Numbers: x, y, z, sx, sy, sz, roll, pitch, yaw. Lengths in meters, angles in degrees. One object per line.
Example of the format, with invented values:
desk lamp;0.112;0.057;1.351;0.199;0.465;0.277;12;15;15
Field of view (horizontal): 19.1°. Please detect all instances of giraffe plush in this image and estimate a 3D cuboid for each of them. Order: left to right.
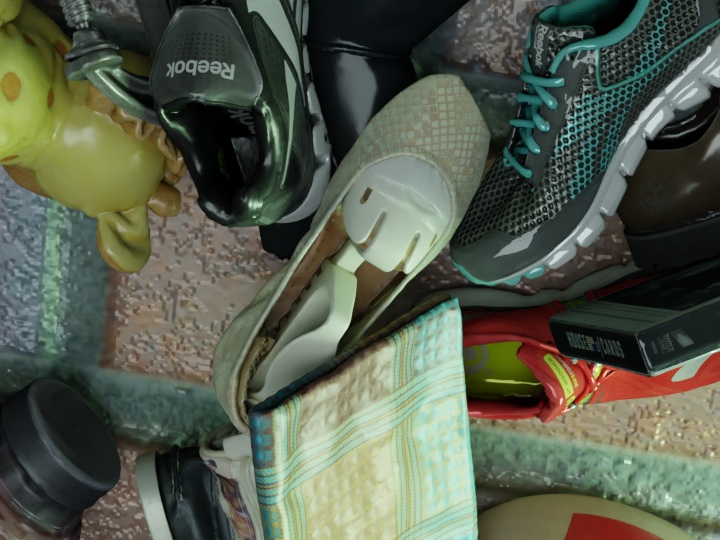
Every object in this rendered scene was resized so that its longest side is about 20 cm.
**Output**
giraffe plush;-0.159;-0.088;1.048;0.162;0.200;0.173;24;100;-39

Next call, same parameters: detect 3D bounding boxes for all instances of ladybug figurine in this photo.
ladybug figurine;0.137;0.200;1.151;0.199;0.072;0.136;24;111;-3

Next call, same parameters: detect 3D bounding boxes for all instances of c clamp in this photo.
c clamp;-0.135;-0.157;0.990;0.027;0.171;0.201;-22;89;19

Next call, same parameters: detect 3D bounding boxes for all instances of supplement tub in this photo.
supplement tub;-0.224;0.141;1.151;0.200;0.107;0.107;-36;103;18

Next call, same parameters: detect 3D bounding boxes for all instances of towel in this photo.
towel;0.009;0.128;1.035;0.022;0.146;0.201;16;123;38

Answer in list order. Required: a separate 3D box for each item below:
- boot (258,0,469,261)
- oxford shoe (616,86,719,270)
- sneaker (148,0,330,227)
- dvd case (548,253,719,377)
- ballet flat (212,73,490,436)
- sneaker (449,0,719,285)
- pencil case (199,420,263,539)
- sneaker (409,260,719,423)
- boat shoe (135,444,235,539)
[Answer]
boot;0.025;-0.097;1.050;0.199;0.076;0.169;-13;105;18
oxford shoe;0.213;-0.071;1.044;0.199;0.073;0.085;-21;104;12
sneaker;-0.062;-0.110;0.985;0.066;0.090;0.201;-5;104;21
dvd case;0.199;0.001;0.998;0.199;0.150;0.025;-21;94;-9
ballet flat;0.000;0.000;1.012;0.067;0.062;0.200;29;109;-18
sneaker;0.101;-0.085;1.027;0.091;0.078;0.200;37;94;-35
pencil case;-0.027;0.161;1.097;0.077;0.089;0.201;-7;107;17
sneaker;0.111;0.048;1.091;0.199;0.085;0.077;-10;110;10
boat shoe;-0.061;0.178;1.164;0.066;0.075;0.200;-18;109;3
